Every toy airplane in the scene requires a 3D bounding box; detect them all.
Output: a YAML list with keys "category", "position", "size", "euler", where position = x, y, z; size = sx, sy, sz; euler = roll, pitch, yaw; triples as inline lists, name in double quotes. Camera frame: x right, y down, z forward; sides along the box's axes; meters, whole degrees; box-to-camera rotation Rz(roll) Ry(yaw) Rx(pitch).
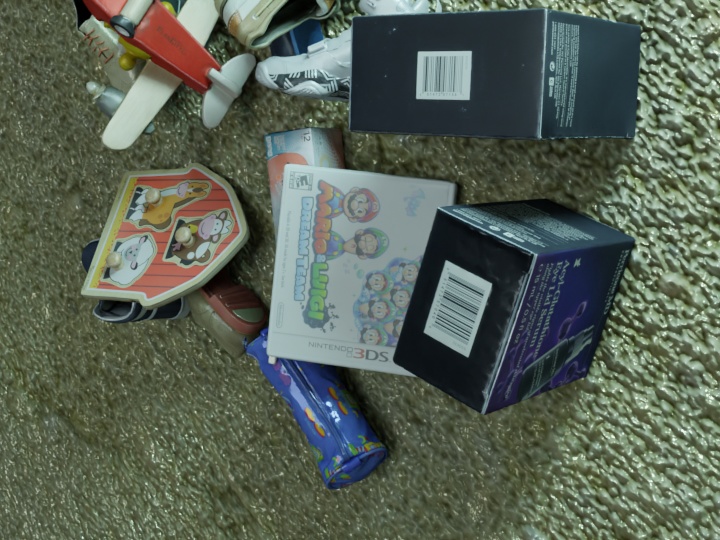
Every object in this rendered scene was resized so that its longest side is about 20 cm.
- category: "toy airplane"
  position: [-0.220, -0.250, 1.273]
  size: [0.140, 0.199, 0.202]
  euler: [15, 117, 50]

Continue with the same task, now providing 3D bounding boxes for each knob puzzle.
- category: "knob puzzle"
  position: [-0.222, -0.048, 1.312]
  size: [0.217, 0.031, 0.222]
  euler: [-11, 55, 16]

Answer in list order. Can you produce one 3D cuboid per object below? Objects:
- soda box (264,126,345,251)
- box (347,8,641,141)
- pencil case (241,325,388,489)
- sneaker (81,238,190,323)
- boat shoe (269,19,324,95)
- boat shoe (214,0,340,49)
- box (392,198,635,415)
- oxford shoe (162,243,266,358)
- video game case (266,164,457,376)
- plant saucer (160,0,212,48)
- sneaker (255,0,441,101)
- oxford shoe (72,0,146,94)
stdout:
- category: "soda box"
  position: [-0.052, -0.052, 1.216]
  size: [0.063, 0.068, 0.203]
  euler: [-6, 92, 30]
- category: "box"
  position: [0.120, -0.171, 0.998]
  size: [0.198, 0.181, 0.106]
  euler: [8, 99, 37]
- category: "pencil case"
  position: [-0.050, 0.140, 1.229]
  size: [0.078, 0.087, 0.201]
  euler: [-35, 72, 5]
- category: "sneaker"
  position: [-0.312, 0.010, 1.407]
  size: [0.199, 0.108, 0.071]
  euler: [25, 109, 34]
- category: "boat shoe"
  position: [-0.093, -0.290, 1.220]
  size: [0.068, 0.084, 0.203]
  euler: [-12, 86, 41]
- category: "boat shoe"
  position: [-0.047, -0.290, 1.143]
  size: [0.199, 0.075, 0.069]
  euler: [-31, 68, -3]
- category: "box"
  position: [0.139, 0.024, 0.992]
  size: [0.104, 0.199, 0.150]
  euler: [28, 112, 32]
- category: "oxford shoe"
  position: [-0.195, 0.022, 1.343]
  size: [0.200, 0.070, 0.075]
  euler: [48, 128, 26]
- category: "video game case"
  position: [0.000, 0.000, 1.155]
  size: [0.180, 0.024, 0.203]
  euler: [7, 95, 10]
- category: "plant saucer"
  position: [-0.258, -0.329, 1.375]
  size: [0.198, 0.036, 0.203]
  euler: [4, 97, 38]
- category: "sneaker"
  position: [-0.009, -0.231, 1.146]
  size: [0.198, 0.075, 0.116]
  euler: [7, 95, 16]
- category: "oxford shoe"
  position: [-0.305, -0.270, 1.348]
  size: [0.070, 0.073, 0.202]
  euler: [-30, 76, 36]
